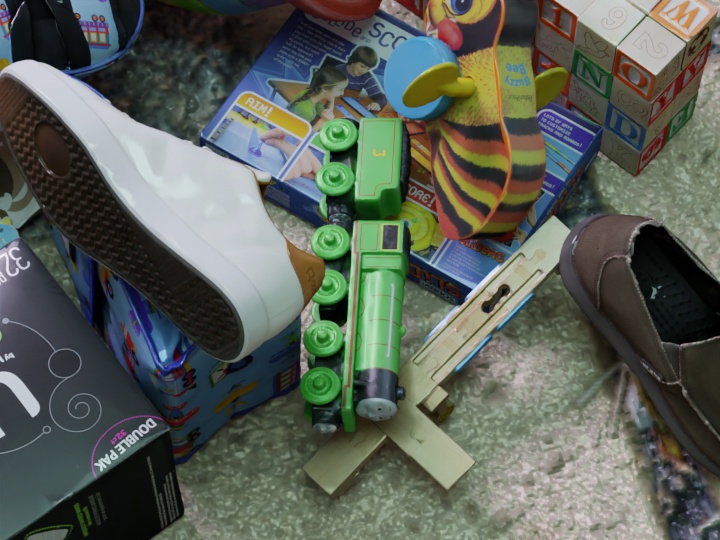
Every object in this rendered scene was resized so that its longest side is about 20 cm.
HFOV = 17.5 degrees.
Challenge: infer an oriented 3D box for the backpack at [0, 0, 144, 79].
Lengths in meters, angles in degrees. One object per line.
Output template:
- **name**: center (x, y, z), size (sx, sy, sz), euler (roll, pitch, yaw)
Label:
- **backpack**: center (-0.228, -0.165, 1.339), size (0.182, 0.135, 0.200), euler (-17, 66, -37)

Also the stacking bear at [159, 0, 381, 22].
- **stacking bear**: center (-0.100, -0.206, 1.401), size (0.200, 0.114, 0.122), euler (3, 101, 35)

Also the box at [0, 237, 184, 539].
- **box**: center (-0.218, 0.111, 1.250), size (0.200, 0.124, 0.149), euler (-34, 67, -17)

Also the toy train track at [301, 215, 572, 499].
- **toy train track**: center (0.048, 0.050, 1.314), size (0.200, 0.033, 0.115), euler (-45, 71, -6)

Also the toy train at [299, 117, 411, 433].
- **toy train**: center (0.000, 0.000, 1.305), size (0.056, 0.042, 0.200), euler (1, 61, 5)

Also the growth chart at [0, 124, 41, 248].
- **growth chart**: center (-0.252, -0.055, 1.394), size (0.145, 0.018, 0.200), euler (37, 70, 17)

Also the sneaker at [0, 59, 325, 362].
- **sneaker**: center (-0.100, -0.040, 1.192), size (0.200, 0.073, 0.085), euler (45, 51, 15)

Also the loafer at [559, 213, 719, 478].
- **loafer**: center (0.191, 0.048, 1.281), size (0.200, 0.071, 0.073), euler (44, 70, -6)

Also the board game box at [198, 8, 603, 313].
- **board game box**: center (0.024, -0.075, 1.391), size (0.200, 0.034, 0.135), euler (30, 67, 14)

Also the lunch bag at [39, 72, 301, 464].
- **lunch bag**: center (-0.123, -0.016, 1.291), size (0.094, 0.151, 0.200), euler (-33, 71, -15)

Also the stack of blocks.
- **stack of blocks**: center (0.109, -0.159, 1.390), size (0.200, 0.115, 0.059), euler (38, 69, 18)

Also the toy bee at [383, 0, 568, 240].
- **toy bee**: center (0.064, -0.123, 1.311), size (0.131, 0.109, 0.200), euler (-37, 99, -50)
